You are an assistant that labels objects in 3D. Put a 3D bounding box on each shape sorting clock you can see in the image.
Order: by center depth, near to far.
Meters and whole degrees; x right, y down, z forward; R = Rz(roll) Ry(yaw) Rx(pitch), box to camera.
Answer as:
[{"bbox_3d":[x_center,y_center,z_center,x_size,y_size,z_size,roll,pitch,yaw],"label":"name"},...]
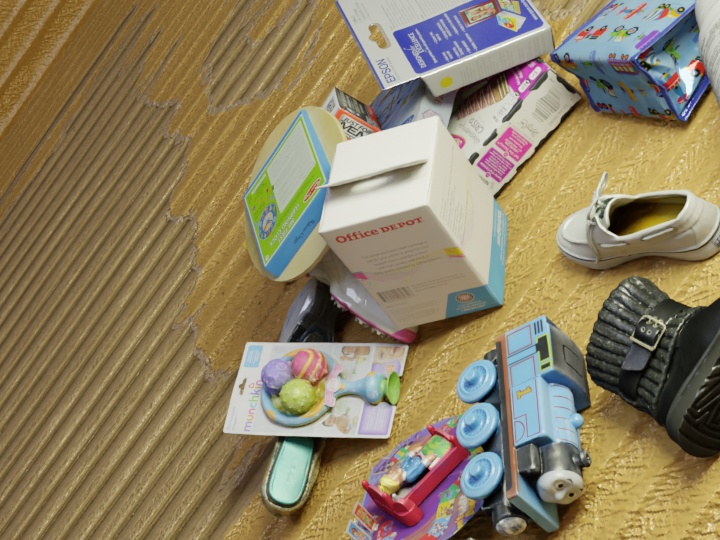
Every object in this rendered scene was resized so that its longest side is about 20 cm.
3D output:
[{"bbox_3d":[-0.071,-0.085,1.545,0.200,0.039,0.201,-29,54,48],"label":"shape sorting clock"}]

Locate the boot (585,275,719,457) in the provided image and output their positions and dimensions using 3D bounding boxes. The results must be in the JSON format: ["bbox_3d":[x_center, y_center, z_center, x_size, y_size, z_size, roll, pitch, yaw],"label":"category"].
[{"bbox_3d":[0.285,0.037,1.147,0.211,0.079,0.158,-53,30,7],"label":"boot"}]

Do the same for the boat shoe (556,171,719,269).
[{"bbox_3d":[0.242,-0.049,1.288,0.202,0.086,0.075,4,64,56],"label":"boat shoe"}]

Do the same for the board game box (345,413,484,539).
[{"bbox_3d":[0.050,0.196,1.316,0.158,0.039,0.200,-27,24,28],"label":"board game box"}]

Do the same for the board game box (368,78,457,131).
[{"bbox_3d":[0.045,-0.167,1.618,0.200,0.041,0.200,-45,21,46],"label":"board game box"}]

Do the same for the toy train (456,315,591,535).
[{"bbox_3d":[0.150,0.141,1.242,0.114,0.087,0.201,-30,38,28],"label":"toy train"}]

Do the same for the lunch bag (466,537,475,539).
[{"bbox_3d":[0.035,0.334,1.159,0.168,0.139,0.201,-31,36,47],"label":"lunch bag"}]

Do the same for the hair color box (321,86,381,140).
[{"bbox_3d":[-0.054,-0.108,1.636,0.201,0.061,0.102,-58,15,17],"label":"hair color box"}]

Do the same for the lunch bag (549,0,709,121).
[{"bbox_3d":[0.316,-0.259,1.401,0.200,0.094,0.150,-50,26,-9],"label":"lunch bag"}]

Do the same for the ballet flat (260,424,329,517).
[{"bbox_3d":[-0.063,0.183,1.541,0.071,0.071,0.201,-15,47,49],"label":"ballet flat"}]

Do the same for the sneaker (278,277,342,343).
[{"bbox_3d":[-0.049,0.032,1.656,0.201,0.074,0.087,-59,24,-6],"label":"sneaker"}]

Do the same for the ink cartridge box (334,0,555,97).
[{"bbox_3d":[0.092,-0.276,1.559,0.199,0.047,0.198,-22,44,-1],"label":"ink cartridge box"}]

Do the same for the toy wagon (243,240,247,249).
[{"bbox_3d":[-0.080,-0.058,1.821,0.200,0.039,0.156,-18,46,49],"label":"toy wagon"}]

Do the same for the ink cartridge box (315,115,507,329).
[{"bbox_3d":[0.054,-0.055,1.429,0.128,0.200,0.126,-13,46,26],"label":"ink cartridge box"}]

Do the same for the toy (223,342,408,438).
[{"bbox_3d":[-0.055,0.121,1.504,0.199,0.047,0.116,1,57,20],"label":"toy"}]

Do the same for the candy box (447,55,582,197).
[{"bbox_3d":[0.144,-0.161,1.567,0.200,0.061,0.136,-50,28,12],"label":"candy box"}]

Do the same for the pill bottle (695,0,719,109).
[{"bbox_3d":[0.364,-0.185,1.216,0.113,0.113,0.201,-38,34,29],"label":"pill bottle"}]

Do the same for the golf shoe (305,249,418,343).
[{"bbox_3d":[0.000,0.000,1.544,0.200,0.075,0.092,41,98,26],"label":"golf shoe"}]
